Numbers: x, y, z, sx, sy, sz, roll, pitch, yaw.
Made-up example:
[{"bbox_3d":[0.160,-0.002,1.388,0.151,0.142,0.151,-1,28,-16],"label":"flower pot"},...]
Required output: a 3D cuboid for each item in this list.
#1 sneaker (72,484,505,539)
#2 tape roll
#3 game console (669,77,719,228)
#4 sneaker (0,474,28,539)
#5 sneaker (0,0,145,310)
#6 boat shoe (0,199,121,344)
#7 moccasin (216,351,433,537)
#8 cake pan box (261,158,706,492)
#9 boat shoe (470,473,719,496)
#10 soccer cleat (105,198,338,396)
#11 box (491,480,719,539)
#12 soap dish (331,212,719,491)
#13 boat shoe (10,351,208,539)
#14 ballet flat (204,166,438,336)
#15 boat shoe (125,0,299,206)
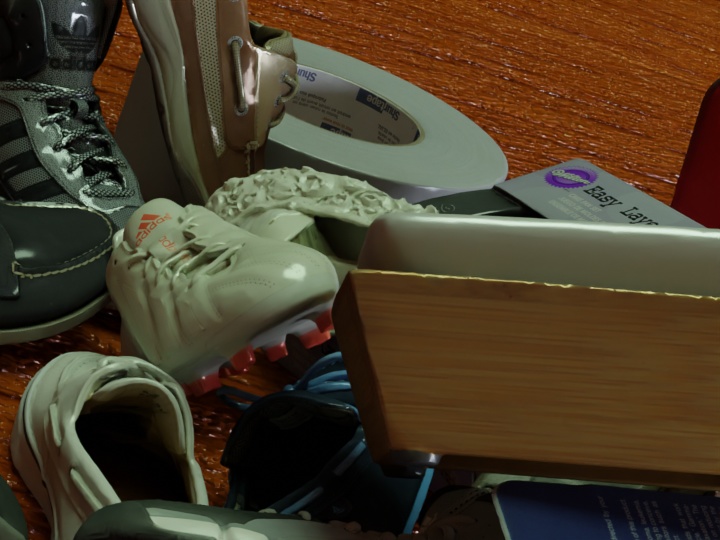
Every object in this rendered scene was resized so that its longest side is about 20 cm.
[{"bbox_3d":[0.002,0.106,0.886,0.200,0.075,0.116,23,31,-8],"label":"sneaker"},{"bbox_3d":[-0.027,-0.060,1.380,0.200,0.066,0.200,18,19,-7],"label":"tape roll"},{"bbox_3d":[0.244,0.020,1.244,0.200,0.119,0.172,23,-14,25],"label":"game console"},{"bbox_3d":[-0.180,0.048,0.917,0.200,0.075,0.079,32,20,27],"label":"sneaker"},{"bbox_3d":[-0.134,-0.065,1.205,0.075,0.114,0.200,-1,29,-47],"label":"sneaker"},{"bbox_3d":[-0.171,-0.011,1.071,0.200,0.063,0.073,-9,36,-42],"label":"boat shoe"},{"bbox_3d":[-0.014,0.071,0.995,0.068,0.080,0.200,57,10,-17],"label":"moccasin"},{"bbox_3d":[0.075,0.023,1.157,0.184,0.052,0.200,-16,28,-24],"label":"cake pan box"},{"bbox_3d":[0.107,0.074,1.034,0.072,0.068,0.200,36,57,22],"label":"boat shoe"},{"bbox_3d":[-0.064,0.006,1.032,0.069,0.078,0.200,-23,1,-18],"label":"soccer cleat"},{"bbox_3d":[0.141,0.121,0.820,0.200,0.032,0.121,7,35,-17],"label":"box"},{"bbox_3d":[0.090,0.033,0.883,0.200,0.081,0.157,5,-6,-2],"label":"soap dish"},{"bbox_3d":[-0.086,0.067,0.968,0.071,0.070,0.200,16,20,-14],"label":"boat shoe"},{"bbox_3d":[0.000,0.000,1.076,0.200,0.072,0.072,10,11,32],"label":"ballet flat"},{"bbox_3d":[-0.062,-0.089,1.233,0.072,0.200,0.076,-16,24,-3],"label":"boat shoe"}]
